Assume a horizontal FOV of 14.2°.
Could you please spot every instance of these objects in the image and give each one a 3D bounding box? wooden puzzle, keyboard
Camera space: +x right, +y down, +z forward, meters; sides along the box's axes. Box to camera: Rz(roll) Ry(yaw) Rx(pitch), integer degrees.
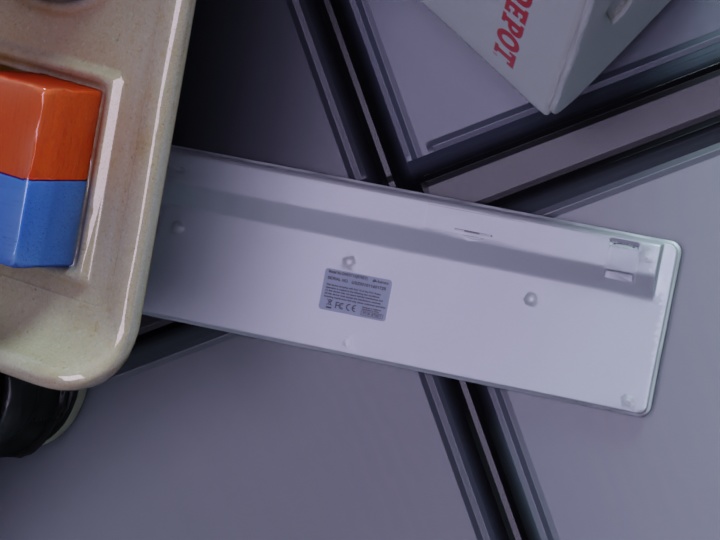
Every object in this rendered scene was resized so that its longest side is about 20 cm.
[{"bbox_3d":[-0.132,-0.081,0.870,0.185,0.046,0.200,17,96,35],"label":"wooden puzzle"},{"bbox_3d":[0.000,0.000,0.924,0.200,0.011,0.056,11,97,14],"label":"keyboard"}]

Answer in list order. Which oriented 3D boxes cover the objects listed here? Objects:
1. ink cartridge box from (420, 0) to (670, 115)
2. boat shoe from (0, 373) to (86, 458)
[{"bbox_3d":[0.019,-0.160,0.843,0.200,0.145,0.084,43,73,10],"label":"ink cartridge box"},{"bbox_3d":[-0.192,0.020,0.943,0.201,0.063,0.074,10,94,15],"label":"boat shoe"}]
